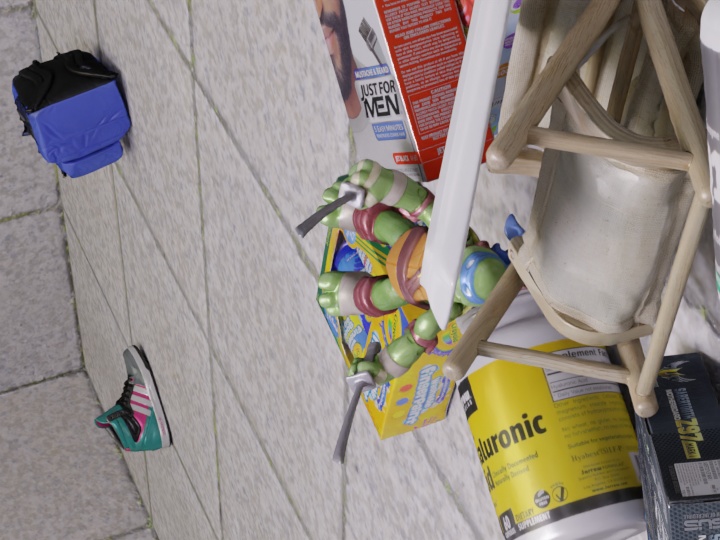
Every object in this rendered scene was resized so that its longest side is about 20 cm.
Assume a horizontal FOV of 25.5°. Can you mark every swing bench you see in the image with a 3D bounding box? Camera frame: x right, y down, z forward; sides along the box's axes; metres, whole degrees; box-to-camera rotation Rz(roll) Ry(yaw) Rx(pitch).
[{"bbox_3d":[0.135,-0.059,0.929,0.199,0.129,0.200,95,-173,-50],"label":"swing bench"}]

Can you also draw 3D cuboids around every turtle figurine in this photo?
[{"bbox_3d":[0.000,0.000,1.084,0.144,0.200,0.194,58,167,-17],"label":"turtle figurine"}]

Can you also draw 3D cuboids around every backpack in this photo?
[{"bbox_3d":[-0.468,-0.252,2.532,0.200,0.162,0.168,-133,29,-52],"label":"backpack"}]

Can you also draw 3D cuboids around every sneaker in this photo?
[{"bbox_3d":[-0.432,0.244,2.902,0.084,0.120,0.201,124,128,-67],"label":"sneaker"}]

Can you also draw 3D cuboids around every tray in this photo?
[{"bbox_3d":[0.060,-0.074,0.888,0.107,0.022,0.201,93,-171,-76],"label":"tray"}]

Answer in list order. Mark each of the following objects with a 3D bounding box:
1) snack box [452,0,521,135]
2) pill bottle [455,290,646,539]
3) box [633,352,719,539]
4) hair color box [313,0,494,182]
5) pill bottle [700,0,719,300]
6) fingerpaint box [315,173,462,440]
[{"bbox_3d":[0.060,-0.215,1.146,0.200,0.067,0.169,103,144,-55],"label":"snack box"},{"bbox_3d":[0.130,0.098,1.125,0.111,0.111,0.201,117,139,-65],"label":"pill bottle"},{"bbox_3d":[0.201,0.160,0.954,0.200,0.051,0.158,-79,-19,-70],"label":"box"},{"bbox_3d":[0.021,-0.164,1.103,0.111,0.064,0.201,7,114,69],"label":"hair color box"},{"bbox_3d":[0.216,-0.077,0.731,0.113,0.113,0.201,-143,42,-62],"label":"pill bottle"},{"bbox_3d":[0.028,0.030,1.439,0.200,0.073,0.167,102,147,-56],"label":"fingerpaint box"}]
